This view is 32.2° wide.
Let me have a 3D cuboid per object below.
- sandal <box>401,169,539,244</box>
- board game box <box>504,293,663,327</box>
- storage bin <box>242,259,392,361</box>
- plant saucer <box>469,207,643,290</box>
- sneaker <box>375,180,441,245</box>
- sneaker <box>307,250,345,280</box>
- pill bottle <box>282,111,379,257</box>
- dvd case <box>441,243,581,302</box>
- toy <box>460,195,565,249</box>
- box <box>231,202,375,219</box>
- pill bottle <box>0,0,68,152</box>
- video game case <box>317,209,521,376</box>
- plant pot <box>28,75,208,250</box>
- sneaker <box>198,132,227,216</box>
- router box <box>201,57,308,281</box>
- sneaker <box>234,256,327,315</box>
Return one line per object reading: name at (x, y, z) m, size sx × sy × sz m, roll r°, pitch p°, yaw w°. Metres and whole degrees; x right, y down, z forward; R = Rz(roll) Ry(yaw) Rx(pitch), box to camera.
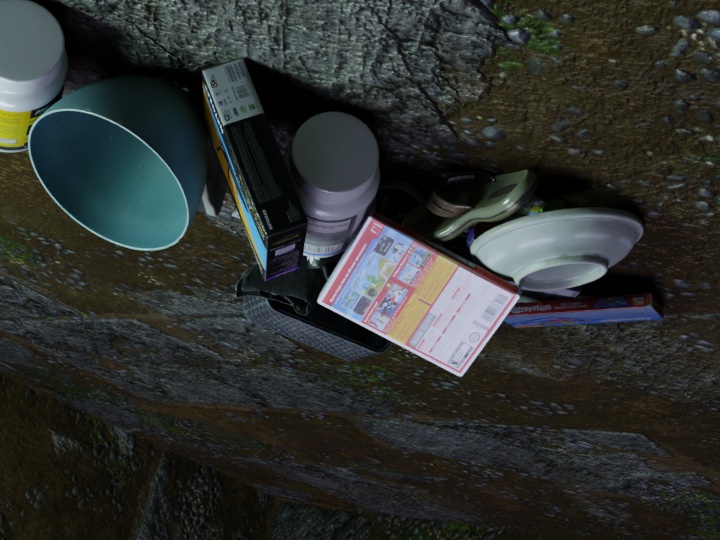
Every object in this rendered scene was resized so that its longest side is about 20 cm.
sandal at (0.117, -0.085, 1.404) m, size 0.057 × 0.080 × 0.201 m, roll 44°, pitch 145°, yaw -21°
board game box at (0.287, 0.054, 1.624) m, size 0.199 × 0.020 × 0.103 m, roll -5°, pitch 166°, yaw 20°
storage bin at (-0.048, 0.032, 1.744) m, size 0.200 × 0.136 × 0.094 m, roll 23°, pitch 160°, yaw -20°
plant saucer at (0.227, -0.015, 1.426) m, size 0.199 × 0.050 × 0.200 m, roll -6°, pitch 163°, yaw -2°
sneaker at (0.059, -0.001, 1.512) m, size 0.073 × 0.112 × 0.200 m, roll -5°, pitch 128°, yaw 22°
sneaker at (0.000, 0.000, 1.581) m, size 0.071 × 0.080 × 0.200 m, roll -5°, pitch 154°, yaw 44°
pill bottle at (-0.039, -0.097, 1.418) m, size 0.113 × 0.114 × 0.200 m, roll 17°, pitch 161°, yaw -2°
dvd case at (0.182, 0.009, 1.633) m, size 0.199 × 0.025 × 0.150 m, roll 14°, pitch 170°, yaw 4°
toy at (0.172, -0.044, 1.495) m, size 0.115 × 0.047 × 0.200 m, roll 25°, pitch 158°, yaw -23°
box at (-0.048, -0.066, 1.623) m, size 0.200 × 0.041 × 0.156 m, roll 23°, pitch 159°, yaw -22°
pill bottle at (-0.383, -0.213, 1.371) m, size 0.114 × 0.115 × 0.200 m, roll 21°, pitch 161°, yaw -13°
video game case at (0.067, 0.030, 1.456) m, size 0.200 × 0.017 × 0.143 m, roll 28°, pitch 123°, yaw -7°
plant pot at (-0.250, -0.140, 1.398) m, size 0.200 × 0.135 × 0.200 m, roll 18°, pitch 140°, yaw 15°
sneaker at (-0.229, -0.123, 1.554) m, size 0.106 × 0.075 × 0.200 m, roll 13°, pitch 162°, yaw 1°
router box at (-0.115, -0.105, 1.346) m, size 0.051 × 0.200 × 0.149 m, roll -19°, pitch 164°, yaw -11°
sneaker at (-0.058, 0.018, 1.642) m, size 0.199 × 0.104 × 0.060 m, roll 23°, pitch 159°, yaw -19°
